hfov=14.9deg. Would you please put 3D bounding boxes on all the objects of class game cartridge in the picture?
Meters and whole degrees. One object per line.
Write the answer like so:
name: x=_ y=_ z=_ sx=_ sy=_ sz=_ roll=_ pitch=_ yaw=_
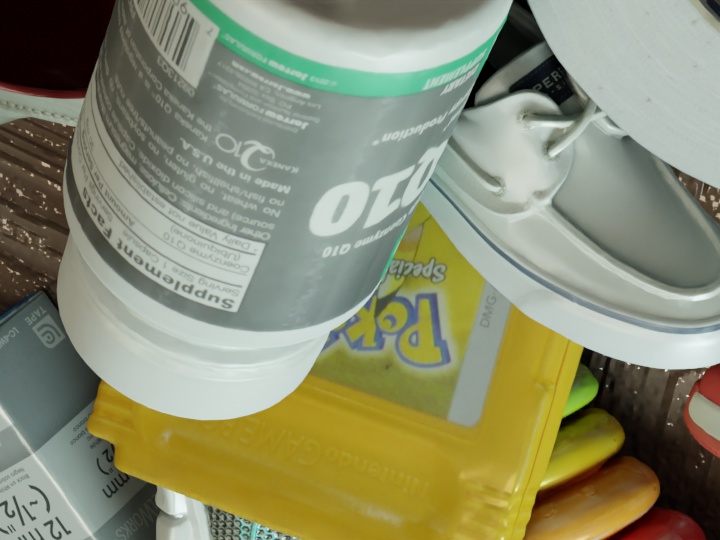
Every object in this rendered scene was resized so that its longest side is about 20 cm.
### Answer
game cartridge: x=0.000 y=0.000 z=1.005 sx=0.176 sy=0.032 sz=0.200 roll=18 pitch=93 yaw=24

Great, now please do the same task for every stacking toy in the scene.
stacking toy: x=0.053 y=0.058 z=1.041 sx=0.110 sy=0.116 sz=0.200 roll=-21 pitch=91 yaw=34

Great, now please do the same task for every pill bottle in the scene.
pill bottle: x=-0.031 y=-0.047 z=0.880 sx=0.113 sy=0.113 sz=0.200 roll=36 pitch=139 yaw=10

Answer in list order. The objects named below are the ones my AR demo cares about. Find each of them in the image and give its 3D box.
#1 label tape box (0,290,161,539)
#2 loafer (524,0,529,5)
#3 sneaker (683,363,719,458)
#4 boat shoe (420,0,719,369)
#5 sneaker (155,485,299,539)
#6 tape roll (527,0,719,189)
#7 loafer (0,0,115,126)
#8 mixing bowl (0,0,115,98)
label tape box: x=-0.141 y=0.126 z=1.223 sx=0.143 sy=0.066 sz=0.200 roll=-29 pitch=98 yaw=42
loafer: x=0.023 y=-0.157 z=0.932 sx=0.201 sy=0.068 sz=0.070 roll=43 pitch=125 yaw=-2
sneaker: x=0.205 y=0.030 z=0.944 sx=0.200 sy=0.078 sz=0.116 roll=17 pitch=94 yaw=43
boat shoe: x=0.053 y=-0.046 z=0.919 sx=0.200 sy=0.074 sz=0.065 roll=37 pitch=145 yaw=20
sneaker: x=-0.042 y=0.063 z=1.126 sx=0.091 sy=0.078 sz=0.200 roll=-4 pitch=116 yaw=12
tape roll: x=0.147 y=-0.120 z=0.839 sx=0.200 sy=0.066 sz=0.201 roll=7 pitch=119 yaw=13
loafer: x=-0.132 y=-0.089 z=1.067 sx=0.200 sy=0.070 sz=0.070 roll=29 pitch=140 yaw=42
mixing bowl: x=-0.121 y=-0.159 z=0.967 sx=0.200 sy=0.200 sz=0.108 roll=62 pitch=158 yaw=-14
